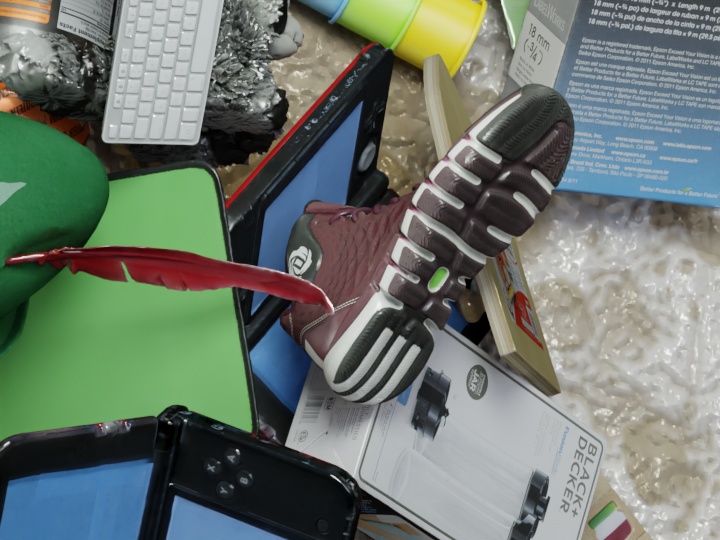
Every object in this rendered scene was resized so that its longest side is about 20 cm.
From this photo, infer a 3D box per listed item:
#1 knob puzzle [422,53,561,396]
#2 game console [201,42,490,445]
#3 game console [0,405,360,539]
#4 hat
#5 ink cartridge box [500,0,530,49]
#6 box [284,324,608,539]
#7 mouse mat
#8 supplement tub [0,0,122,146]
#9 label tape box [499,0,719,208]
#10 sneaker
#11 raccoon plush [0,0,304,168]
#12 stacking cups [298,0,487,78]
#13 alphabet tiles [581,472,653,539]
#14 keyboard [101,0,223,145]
[{"bbox_3d":[0.062,-0.029,1.749,0.030,0.220,0.220,-19,82,9],"label":"knob puzzle"},{"bbox_3d":[0.000,0.000,1.723,0.119,0.173,0.200,26,47,15],"label":"game console"},{"bbox_3d":[-0.112,0.187,1.591,0.172,0.200,0.119,20,24,15],"label":"game console"},{"bbox_3d":[-0.150,-0.046,1.554,0.200,0.176,0.166,15,62,-60],"label":"hat"},{"bbox_3d":[0.108,-0.232,1.876,0.104,0.059,0.200,-9,80,-22],"label":"ink cartridge box"},{"bbox_3d":[0.050,0.107,1.710,0.200,0.060,0.117,37,62,-40],"label":"box"},{"bbox_3d":[-0.153,0.030,1.652,0.008,0.200,0.161,-13,94,-66],"label":"mouse mat"},{"bbox_3d":[-0.191,-0.166,1.716,0.122,0.123,0.200,13,73,-16],"label":"supplement tub"},{"bbox_3d":[0.176,-0.144,1.810,0.144,0.063,0.200,6,114,-25],"label":"label tape box"},{"bbox_3d":[0.021,-0.034,1.628,0.200,0.115,0.076,-52,135,-2],"label":"sneaker"},{"bbox_3d":[-0.107,-0.144,1.656,0.200,0.097,0.134,26,54,-49],"label":"raccoon plush"},{"bbox_3d":[-0.024,-0.181,1.823,0.200,0.061,0.061,26,69,-6],"label":"stacking cups"},{"bbox_3d":[0.092,0.203,1.785,0.200,0.008,0.167,-39,91,-24],"label":"alphabet tiles"},{"bbox_3d":[-0.095,-0.160,1.567,0.056,0.011,0.200,3,113,-21],"label":"keyboard"}]
